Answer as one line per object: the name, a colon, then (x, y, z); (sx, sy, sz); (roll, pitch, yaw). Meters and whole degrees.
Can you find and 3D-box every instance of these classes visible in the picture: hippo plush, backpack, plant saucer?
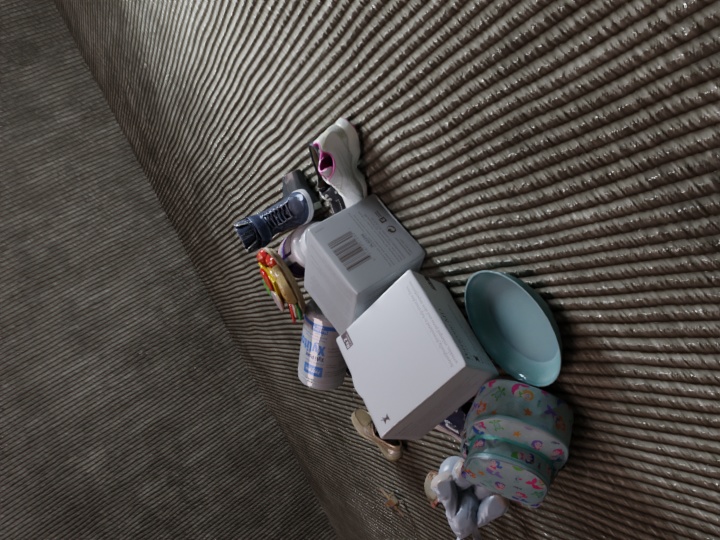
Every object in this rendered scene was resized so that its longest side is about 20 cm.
hippo plush: (0.242, 0.493, 1.336); (0.161, 0.155, 0.206); (-18, -86, -83)
backpack: (0.253, 0.277, 0.992); (0.173, 0.152, 0.203); (18, 137, 12)
plant saucer: (0.243, 0.083, 0.944); (0.200, 0.035, 0.203); (47, 153, 31)

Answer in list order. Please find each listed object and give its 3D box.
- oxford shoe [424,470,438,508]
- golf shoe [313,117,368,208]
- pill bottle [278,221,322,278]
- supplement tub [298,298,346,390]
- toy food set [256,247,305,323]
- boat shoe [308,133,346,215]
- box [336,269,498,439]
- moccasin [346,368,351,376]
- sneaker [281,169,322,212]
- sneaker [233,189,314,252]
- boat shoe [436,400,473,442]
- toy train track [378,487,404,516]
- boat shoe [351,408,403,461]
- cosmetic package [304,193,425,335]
oxford shoe: (0.193, 0.542, 1.532); (0.074, 0.070, 0.202); (52, 155, 23)
golf shoe: (-0.040, -0.183, 1.151); (0.075, 0.091, 0.204); (33, 146, 42)
pill bottle: (-0.123, -0.052, 1.442); (0.113, 0.110, 0.199); (60, 157, -2)
supplement tub: (-0.088, 0.183, 1.542); (0.131, 0.129, 0.205); (32, 121, 46)
toy food set: (-0.196, 0.037, 1.494); (0.200, 0.048, 0.201); (46, 159, 37)
boat shoe: (-0.062, -0.181, 1.234); (0.074, 0.060, 0.203); (38, 148, 38)
box: (0.093, 0.148, 1.041); (0.129, 0.200, 0.201); (19, -146, -50)
moccasin: (-0.012, 0.260, 1.626); (0.199, 0.067, 0.082); (29, 142, 50)
sneaker: (-0.161, -0.168, 1.452); (0.199, 0.074, 0.108); (-25, 92, 57)
sneaker: (-0.196, -0.107, 1.346); (0.201, 0.145, 0.078); (-24, 95, 54)
boat shoe: (0.197, 0.291, 1.245); (0.198, 0.074, 0.095); (27, 134, 40)
toy train track: (0.106, 0.761, 2.012); (0.115, 0.032, 0.201); (46, 159, 15)
boat shoe: (0.049, 0.454, 1.730); (0.199, 0.071, 0.066); (38, 140, 37)
cosmetic package: (0.000, 0.000, 1.183); (0.168, 0.164, 0.202); (50, 154, 21)
